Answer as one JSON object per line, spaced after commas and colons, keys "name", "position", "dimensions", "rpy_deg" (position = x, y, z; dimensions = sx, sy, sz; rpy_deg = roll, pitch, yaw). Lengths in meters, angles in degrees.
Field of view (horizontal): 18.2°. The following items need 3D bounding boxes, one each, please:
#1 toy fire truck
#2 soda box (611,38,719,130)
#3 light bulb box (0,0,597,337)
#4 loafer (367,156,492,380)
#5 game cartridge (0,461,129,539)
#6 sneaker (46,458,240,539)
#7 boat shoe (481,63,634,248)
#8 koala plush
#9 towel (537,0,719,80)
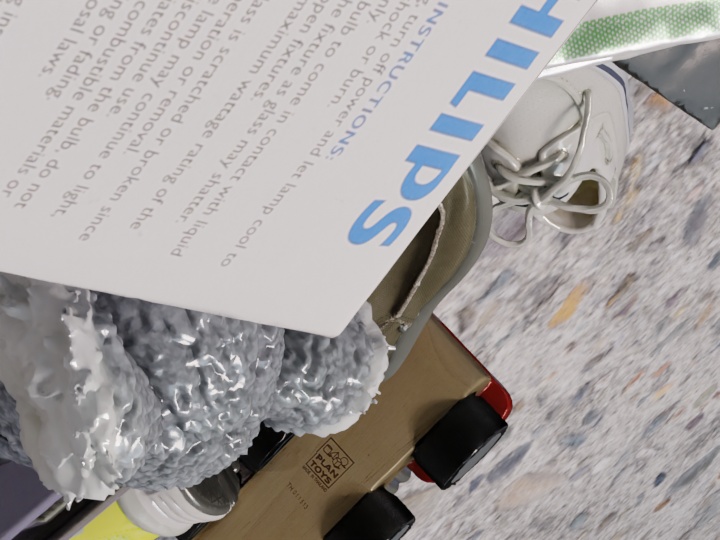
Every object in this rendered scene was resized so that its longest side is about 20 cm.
{"name": "toy fire truck", "position": [0.010, 0.116, 1.174], "dimensions": [0.176, 0.129, 0.200], "rpy_deg": [-46, 170, 4]}
{"name": "soda box", "position": [0.065, -0.129, 0.759], "dimensions": [0.199, 0.063, 0.071], "rpy_deg": [29, 109, -34]}
{"name": "light bulb box", "position": [-0.080, -0.107, 0.440], "dimensions": [0.199, 0.199, 0.125], "rpy_deg": [13, 123, -49]}
{"name": "loafer", "position": [0.000, 0.000, 0.984], "dimensions": [0.069, 0.075, 0.201], "rpy_deg": [-34, 156, -34]}
{"name": "game cartridge", "position": [-0.094, 0.013, 0.752], "dimensions": [0.200, 0.130, 0.038], "rpy_deg": [-40, 143, 13]}
{"name": "sneaker", "position": [-0.098, 0.047, 0.834], "dimensions": [0.090, 0.079, 0.200], "rpy_deg": [-30, -164, 8]}
{"name": "boat shoe", "position": [0.080, -0.053, 1.000], "dimensions": [0.202, 0.074, 0.087], "rpy_deg": [49, 49, -73]}
{"name": "koala plush", "position": [-0.092, -0.019, 0.621], "dimensions": [0.184, 0.200, 0.177], "rpy_deg": [-52, 156, 20]}
{"name": "towel", "position": [0.089, -0.143, 0.675], "dimensions": [0.148, 0.031, 0.201], "rpy_deg": [-14, 138, -12]}
